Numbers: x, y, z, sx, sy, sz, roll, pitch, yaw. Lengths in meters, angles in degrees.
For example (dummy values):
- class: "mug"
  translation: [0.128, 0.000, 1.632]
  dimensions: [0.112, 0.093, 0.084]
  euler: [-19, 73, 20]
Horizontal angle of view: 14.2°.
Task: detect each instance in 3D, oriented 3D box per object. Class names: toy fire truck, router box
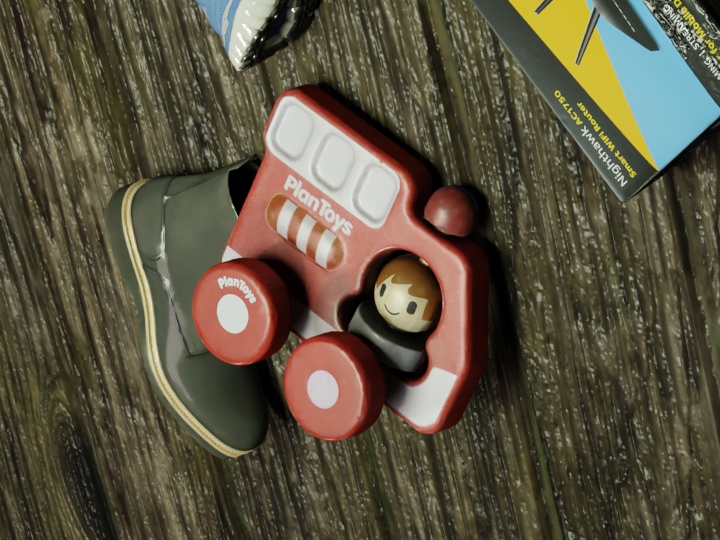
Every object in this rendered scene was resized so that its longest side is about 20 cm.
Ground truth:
- class: "toy fire truck"
  translation: [0.000, 0.000, 1.794]
  dimensions: [0.200, 0.112, 0.168]
  euler: [37, 120, 26]
- class: "router box"
  translation: [0.132, -0.156, 1.559]
  dimensions: [0.200, 0.051, 0.149]
  euler: [54, 145, 7]

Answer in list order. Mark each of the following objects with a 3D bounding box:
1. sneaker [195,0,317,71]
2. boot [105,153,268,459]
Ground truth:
- class: "sneaker"
  translation: [-0.062, -0.208, 1.733]
  dimensions: [0.089, 0.078, 0.200]
  euler: [47, 142, 13]
- class: "boot"
  translation: [-0.086, 0.026, 1.933]
  dimensions: [0.138, 0.077, 0.201]
  euler: [-15, 104, 48]
